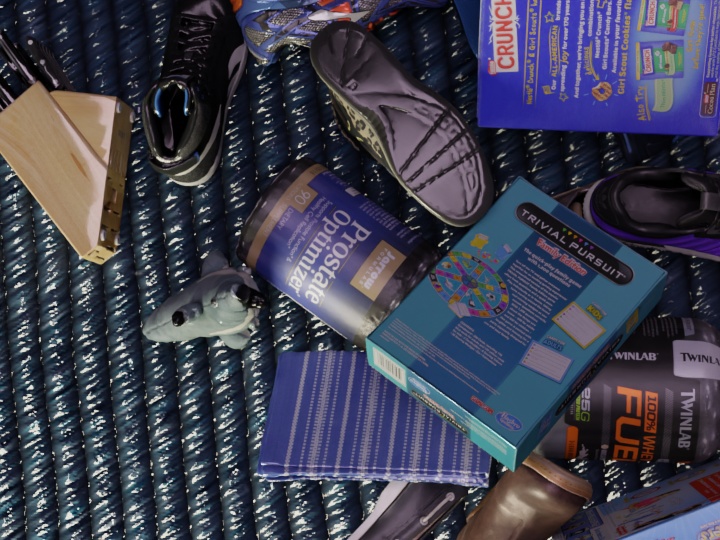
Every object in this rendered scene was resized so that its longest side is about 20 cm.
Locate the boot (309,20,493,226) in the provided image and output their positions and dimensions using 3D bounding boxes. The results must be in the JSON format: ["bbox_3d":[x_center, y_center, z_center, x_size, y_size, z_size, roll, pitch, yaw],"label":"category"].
[{"bbox_3d":[0.039,-0.114,1.234,0.073,0.154,0.204,-40,82,-3],"label":"boot"}]

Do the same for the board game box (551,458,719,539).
[{"bbox_3d":[0.254,0.209,1.153,0.195,0.200,0.056,-22,86,5],"label":"board game box"}]

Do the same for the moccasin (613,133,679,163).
[{"bbox_3d":[0.202,-0.183,1.260,0.068,0.080,0.200,-37,81,6],"label":"moccasin"}]

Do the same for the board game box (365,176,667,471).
[{"bbox_3d":[0.125,0.039,1.151,0.151,0.047,0.200,36,66,22],"label":"board game box"}]

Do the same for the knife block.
[{"bbox_3d":[-0.303,-0.115,1.317,0.174,0.064,0.201,5,85,8],"label":"knife block"}]

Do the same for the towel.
[{"bbox_3d":[0.016,0.127,1.241,0.199,0.024,0.145,1,43,6],"label":"towel"}]

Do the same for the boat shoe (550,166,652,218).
[{"bbox_3d":[0.181,-0.040,1.250,0.199,0.073,0.075,-28,82,3],"label":"boat shoe"}]

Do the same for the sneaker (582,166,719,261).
[{"bbox_3d":[0.285,-0.047,1.162,0.199,0.100,0.070,2,83,2],"label":"sneaker"}]

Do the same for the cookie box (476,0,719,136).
[{"bbox_3d":[0.198,-0.205,1.172,0.199,0.075,0.172,3,116,6],"label":"cookie box"}]

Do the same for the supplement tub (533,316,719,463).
[{"bbox_3d":[0.227,0.099,1.206,0.199,0.123,0.123,1,84,7],"label":"supplement tub"}]

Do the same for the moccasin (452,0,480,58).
[{"bbox_3d":[0.097,-0.273,1.242,0.080,0.068,0.201,-6,115,13],"label":"moccasin"}]

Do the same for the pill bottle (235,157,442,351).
[{"bbox_3d":[0.000,0.000,1.247,0.200,0.112,0.112,35,89,9],"label":"pill bottle"}]

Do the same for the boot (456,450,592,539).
[{"bbox_3d":[0.114,0.236,1.163,0.072,0.200,0.167,29,75,1],"label":"boot"}]

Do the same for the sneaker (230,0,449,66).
[{"bbox_3d":[-0.016,-0.231,1.301,0.199,0.075,0.079,-7,99,9],"label":"sneaker"}]

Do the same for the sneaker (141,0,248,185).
[{"bbox_3d":[-0.148,-0.182,1.282,0.073,0.112,0.201,5,85,6],"label":"sneaker"}]

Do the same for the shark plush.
[{"bbox_3d":[-0.126,0.041,1.227,0.083,0.200,0.091,-16,101,-22],"label":"shark plush"}]

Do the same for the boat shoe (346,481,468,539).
[{"bbox_3d":[0.015,0.249,1.244,0.060,0.074,0.200,38,81,13],"label":"boat shoe"}]
